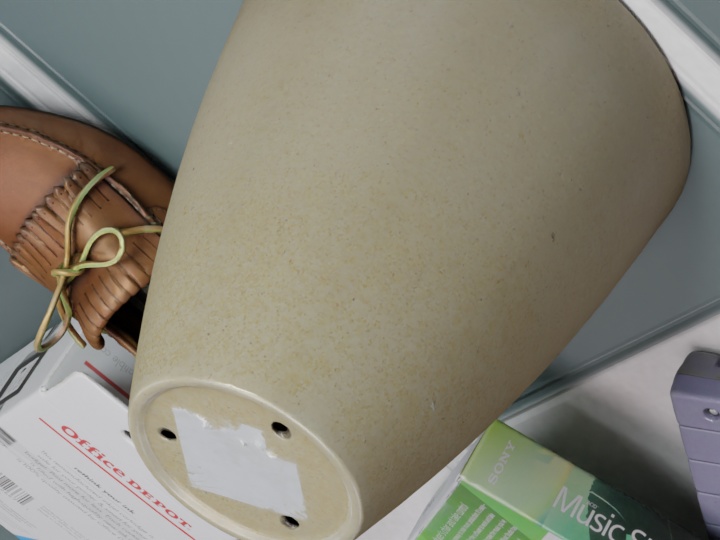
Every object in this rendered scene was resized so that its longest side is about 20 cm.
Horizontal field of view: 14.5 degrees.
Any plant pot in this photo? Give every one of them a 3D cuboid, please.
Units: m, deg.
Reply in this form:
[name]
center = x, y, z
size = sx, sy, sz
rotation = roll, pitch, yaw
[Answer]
[plant pot]
center = 0.000, 0.000, 1.042
size = 0.186, 0.200, 0.188
rotation = 20, 144, 15

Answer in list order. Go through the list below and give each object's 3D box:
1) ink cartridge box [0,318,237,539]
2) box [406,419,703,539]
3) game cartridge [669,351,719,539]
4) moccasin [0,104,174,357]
[ink cartridge box]
center = -0.109, 0.080, 1.314
size = 0.116, 0.067, 0.200
rotation = 39, 150, -12
[box]
center = 0.122, 0.143, 1.240
size = 0.199, 0.036, 0.144
rotation = 29, 160, 0
[game cartridge]
center = 0.230, 0.099, 1.142
size = 0.199, 0.038, 0.130
rotation = 8, 135, 28
[moccasin]
center = -0.101, 0.003, 1.210
size = 0.201, 0.078, 0.074
rotation = 41, 118, -14
